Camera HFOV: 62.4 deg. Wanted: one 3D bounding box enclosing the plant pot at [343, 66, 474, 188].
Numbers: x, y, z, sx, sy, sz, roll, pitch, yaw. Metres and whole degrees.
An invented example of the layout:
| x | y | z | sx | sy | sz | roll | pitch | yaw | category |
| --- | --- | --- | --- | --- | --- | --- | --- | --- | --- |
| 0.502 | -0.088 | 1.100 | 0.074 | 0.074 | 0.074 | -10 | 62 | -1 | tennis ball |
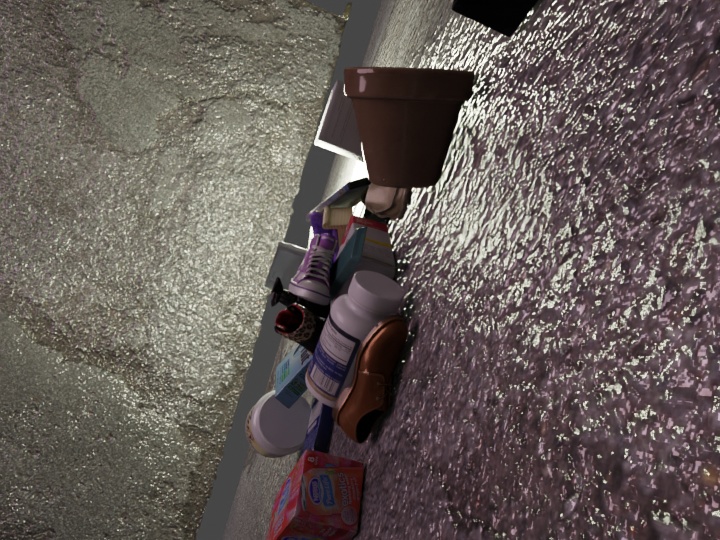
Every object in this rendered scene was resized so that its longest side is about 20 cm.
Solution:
| x | y | z | sx | sy | sz | roll | pitch | yaw | category |
| --- | --- | --- | --- | --- | --- | --- | --- | --- | --- |
| 0.073 | -0.225 | 0.934 | 0.200 | 0.198 | 0.176 | -105 | 15 | -72 | plant pot |

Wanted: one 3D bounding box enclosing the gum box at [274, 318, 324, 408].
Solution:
| x | y | z | sx | sy | sz | roll | pitch | yaw | category |
| --- | --- | --- | --- | --- | --- | --- | --- | --- | --- |
| -0.104 | 0.183 | 1.295 | 0.200 | 0.045 | 0.170 | -48 | 13 | 4 | gum box |

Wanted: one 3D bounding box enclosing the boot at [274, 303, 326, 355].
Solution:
| x | y | z | sx | sy | sz | roll | pitch | yaw | category |
| --- | --- | --- | --- | --- | --- | --- | --- | --- | --- |
| -0.095 | 0.118 | 1.124 | 0.074 | 0.150 | 0.200 | -58 | 31 | -7 | boot |

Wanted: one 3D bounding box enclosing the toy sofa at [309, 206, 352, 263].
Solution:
| x | y | z | sx | sy | sz | roll | pitch | yaw | category |
| --- | --- | --- | --- | --- | --- | --- | --- | --- | --- |
| -0.058 | -0.033 | 1.296 | 0.083 | 0.097 | 0.201 | -91 | -1 | -58 | toy sofa |

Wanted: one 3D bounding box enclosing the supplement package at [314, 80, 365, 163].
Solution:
| x | y | z | sx | sy | sz | roll | pitch | yaw | category |
| --- | --- | --- | --- | --- | --- | --- | --- | --- | --- |
| 0.027 | -0.254 | 1.097 | 0.114 | 0.198 | 0.110 | -136 | 65 | -80 | supplement package |

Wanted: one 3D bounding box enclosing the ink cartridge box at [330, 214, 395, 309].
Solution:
| x | y | z | sx | sy | sz | roll | pitch | yaw | category |
| --- | --- | --- | --- | --- | --- | --- | --- | --- | --- |
| 0.000 | 0.000 | 1.146 | 0.200 | 0.083 | 0.146 | -96 | 25 | -65 | ink cartridge box |

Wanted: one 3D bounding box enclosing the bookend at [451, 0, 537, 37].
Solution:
| x | y | z | sx | sy | sz | roll | pitch | yaw | category |
| --- | --- | --- | --- | --- | --- | --- | --- | --- | --- |
| 0.211 | -0.447 | 0.743 | 0.199 | 0.091 | 0.201 | 131 | 156 | -62 | bookend |

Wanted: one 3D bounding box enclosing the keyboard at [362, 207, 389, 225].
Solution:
| x | y | z | sx | sy | sz | roll | pitch | yaw | category |
| --- | --- | --- | --- | --- | --- | --- | --- | --- | --- |
| 0.039 | -0.122 | 1.328 | 0.104 | 0.040 | 0.201 | -39 | 26 | 28 | keyboard |

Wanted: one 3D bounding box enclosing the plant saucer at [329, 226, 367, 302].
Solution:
| x | y | z | sx | sy | sz | roll | pitch | yaw | category |
| --- | --- | --- | --- | --- | --- | --- | --- | --- | --- |
| -0.032 | -0.007 | 1.051 | 0.200 | 0.019 | 0.070 | 126 | 158 | -60 | plant saucer |

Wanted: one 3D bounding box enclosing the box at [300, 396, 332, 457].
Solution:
| x | y | z | sx | sy | sz | roll | pitch | yaw | category |
| --- | --- | --- | --- | --- | --- | --- | --- | --- | --- |
| -0.086 | 0.322 | 1.212 | 0.121 | 0.032 | 0.201 | 122 | 164 | -55 | box |

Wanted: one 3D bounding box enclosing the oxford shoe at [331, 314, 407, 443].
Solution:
| x | y | z | sx | sy | sz | roll | pitch | yaw | category |
| --- | --- | --- | --- | --- | --- | --- | --- | --- | --- |
| 0.027 | 0.157 | 0.848 | 0.071 | 0.071 | 0.201 | 43 | 119 | 48 | oxford shoe |

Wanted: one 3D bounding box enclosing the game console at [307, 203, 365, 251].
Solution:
| x | y | z | sx | sy | sz | roll | pitch | yaw | category |
| --- | --- | --- | --- | --- | --- | --- | --- | --- | --- |
| -0.058 | -0.134 | 1.584 | 0.200 | 0.118 | 0.173 | -94 | 23 | -63 | game console |

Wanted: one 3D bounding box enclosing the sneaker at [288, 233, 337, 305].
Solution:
| x | y | z | sx | sy | sz | roll | pitch | yaw | category |
| --- | --- | --- | --- | --- | --- | --- | --- | --- | --- |
| -0.079 | -0.011 | 1.065 | 0.201 | 0.072 | 0.115 | -124 | 55 | -75 | sneaker |

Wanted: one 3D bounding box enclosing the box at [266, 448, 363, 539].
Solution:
| x | y | z | sx | sy | sz | roll | pitch | yaw | category |
| --- | --- | --- | --- | --- | --- | --- | --- | --- | --- |
| -0.073 | 0.363 | 0.896 | 0.201 | 0.094 | 0.103 | 118 | 166 | -47 | box |

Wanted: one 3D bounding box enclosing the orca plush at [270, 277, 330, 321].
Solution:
| x | y | z | sx | sy | sz | roll | pitch | yaw | category |
| --- | --- | --- | --- | --- | --- | --- | --- | --- | --- |
| -0.077 | 0.048 | 1.203 | 0.071 | 0.199 | 0.106 | -26 | 48 | 57 | orca plush |

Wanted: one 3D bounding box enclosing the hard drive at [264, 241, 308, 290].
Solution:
| x | y | z | sx | sy | sz | roll | pitch | yaw | category |
| --- | --- | --- | --- | --- | --- | --- | --- | --- | --- |
| -0.114 | 0.015 | 1.403 | 0.026 | 0.198 | 0.132 | -86 | 17 | -50 | hard drive |

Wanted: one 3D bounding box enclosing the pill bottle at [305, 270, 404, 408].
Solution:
| x | y | z | sx | sy | sz | roll | pitch | yaw | category |
| --- | --- | --- | --- | --- | --- | --- | --- | --- | --- |
| -0.006 | 0.106 | 0.924 | 0.111 | 0.110 | 0.201 | -95 | 25 | -65 | pill bottle |

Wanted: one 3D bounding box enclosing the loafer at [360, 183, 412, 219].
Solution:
| x | y | z | sx | sy | sz | roll | pitch | yaw | category |
| --- | --- | --- | --- | --- | --- | --- | --- | --- | --- |
| 0.046 | -0.142 | 1.164 | 0.200 | 0.068 | 0.076 | 166 | 121 | -74 | loafer |

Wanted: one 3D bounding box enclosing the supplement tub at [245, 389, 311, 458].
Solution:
| x | y | z | sx | sy | sz | roll | pitch | yaw | category |
| --- | --- | --- | --- | --- | --- | --- | --- | --- | --- |
| -0.188 | 0.357 | 1.384 | 0.200 | 0.144 | 0.146 | 129 | 156 | -65 | supplement tub |

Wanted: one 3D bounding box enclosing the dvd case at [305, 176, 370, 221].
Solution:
| x | y | z | sx | sy | sz | roll | pitch | yaw | category |
| --- | --- | --- | --- | --- | --- | --- | --- | --- | --- |
| -0.021 | -0.166 | 1.321 | 0.200 | 0.142 | 0.018 | -28 | 84 | 54 | dvd case |
